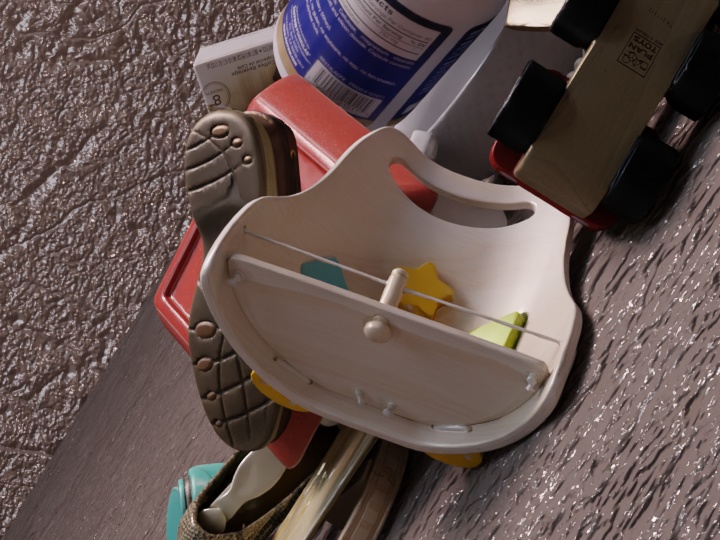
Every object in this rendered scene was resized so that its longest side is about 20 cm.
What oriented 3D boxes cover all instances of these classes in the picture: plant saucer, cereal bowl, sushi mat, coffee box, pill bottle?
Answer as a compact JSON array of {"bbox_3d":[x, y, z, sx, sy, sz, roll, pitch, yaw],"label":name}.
[{"bbox_3d":[-0.056,-0.009,1.177,0.200,0.037,0.201,42,108,50],"label":"plant saucer"},{"bbox_3d":[0.106,-0.140,1.276,0.201,0.083,0.200,-55,10,15],"label":"cereal bowl"},{"bbox_3d":[-0.034,0.151,1.135,0.201,0.012,0.096,-57,9,10],"label":"sushi mat"},{"bbox_3d":[-0.048,-0.092,1.471,0.112,0.201,0.080,-17,16,5],"label":"coffee box"},{"bbox_3d":[0.032,-0.188,1.218,0.200,0.115,0.116,-45,17,49],"label":"pill bottle"}]

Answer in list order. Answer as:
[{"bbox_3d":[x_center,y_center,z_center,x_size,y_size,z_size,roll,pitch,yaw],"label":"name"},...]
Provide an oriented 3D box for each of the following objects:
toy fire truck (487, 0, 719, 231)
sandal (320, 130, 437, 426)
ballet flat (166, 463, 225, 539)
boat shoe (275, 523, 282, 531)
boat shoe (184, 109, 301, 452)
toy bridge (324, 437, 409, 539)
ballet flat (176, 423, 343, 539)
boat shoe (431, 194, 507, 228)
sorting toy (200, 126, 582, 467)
[{"bbox_3d":[0.131,-0.120,1.052,0.177,0.128,0.200,-59,-1,-3],"label":"toy fire truck"},{"bbox_3d":[0.000,0.003,1.181,0.083,0.049,0.204,100,-170,-71],"label":"sandal"},{"bbox_3d":[-0.105,0.184,1.371,0.200,0.070,0.068,123,142,-73],"label":"ballet flat"},{"bbox_3d":[-0.044,0.106,1.321,0.072,0.067,0.200,-53,7,30],"label":"boat shoe"},{"bbox_3d":[-0.057,0.005,1.092,0.067,0.072,0.202,-10,-80,-54],"label":"boat shoe"},{"bbox_3d":[0.001,0.138,1.128,0.067,0.027,0.201,-46,17,50],"label":"toy bridge"},{"bbox_3d":[-0.044,0.116,1.203,0.200,0.068,0.075,-46,-13,-27],"label":"ballet flat"},{"bbox_3d":[0.047,0.023,1.145,0.201,0.071,0.069,-83,9,-56],"label":"boat shoe"},{"bbox_3d":[0.037,-0.002,1.031,0.107,0.199,0.181,96,-163,-52],"label":"sorting toy"}]
